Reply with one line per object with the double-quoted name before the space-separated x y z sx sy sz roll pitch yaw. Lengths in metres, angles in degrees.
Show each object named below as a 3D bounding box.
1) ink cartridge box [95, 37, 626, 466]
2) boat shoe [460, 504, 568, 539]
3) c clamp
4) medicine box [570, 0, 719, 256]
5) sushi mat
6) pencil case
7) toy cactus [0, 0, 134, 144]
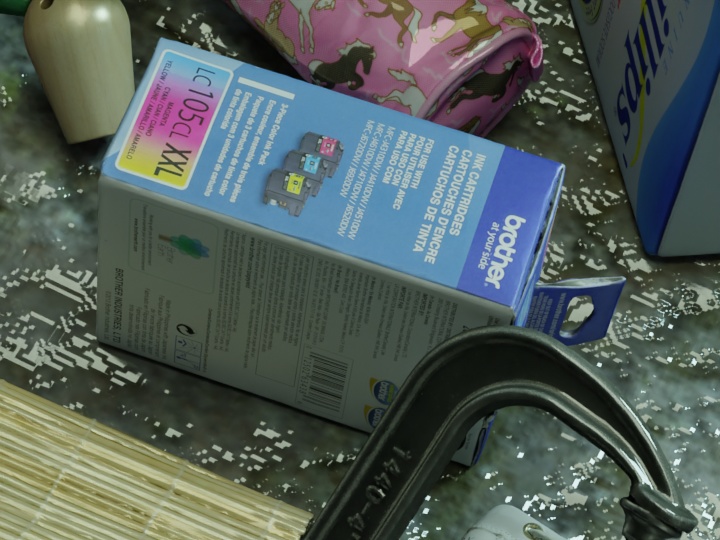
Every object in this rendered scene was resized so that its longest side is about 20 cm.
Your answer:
"ink cartridge box" 0.000 0.000 1.145 0.199 0.137 0.077 20 61 5
"boat shoe" 0.123 0.147 1.102 0.199 0.071 0.069 28 58 12
"c clamp" 0.055 0.129 1.068 0.170 0.027 0.201 29 98 19
"medicine box" 0.162 -0.139 1.236 0.102 0.182 0.201 -5 56 -11
"sushi mat" -0.127 0.093 1.139 0.199 0.012 0.096 23 57 7
"pencil case" -0.009 -0.131 1.269 0.200 0.087 0.083 47 30 22
"toy cactus" -0.129 -0.138 1.238 0.199 0.102 0.166 -11 96 17
